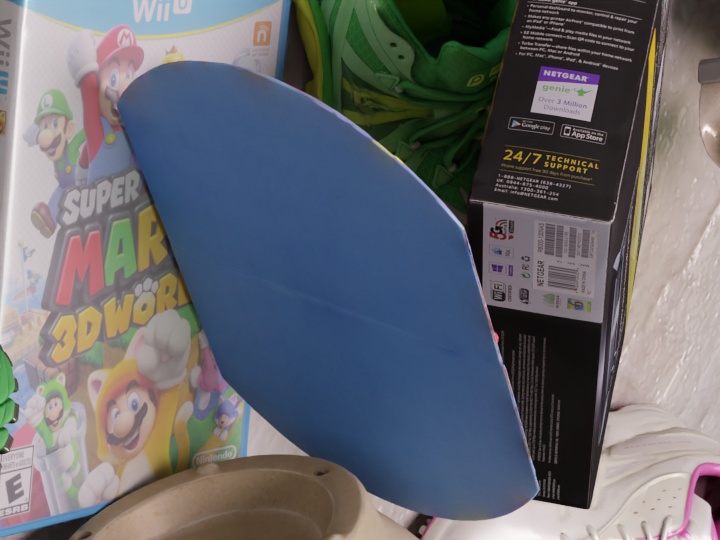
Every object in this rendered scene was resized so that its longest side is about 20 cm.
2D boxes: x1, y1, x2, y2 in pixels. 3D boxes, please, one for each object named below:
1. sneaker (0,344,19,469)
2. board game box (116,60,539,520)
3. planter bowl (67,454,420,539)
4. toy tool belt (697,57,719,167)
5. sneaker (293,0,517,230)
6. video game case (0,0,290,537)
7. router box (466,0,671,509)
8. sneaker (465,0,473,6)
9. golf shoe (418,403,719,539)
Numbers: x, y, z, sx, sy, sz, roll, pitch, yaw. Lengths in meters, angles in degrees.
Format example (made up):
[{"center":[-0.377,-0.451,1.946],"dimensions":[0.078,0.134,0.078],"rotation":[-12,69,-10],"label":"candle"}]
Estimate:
[{"center":[-0.186,0.068,0.813],"dimensions":[0.200,0.078,0.085],"rotation":[-44,111,-42],"label":"sneaker"},{"center":[0.000,0.000,0.899],"dimensions":[0.039,0.158,0.200],"rotation":[-44,134,-30],"label":"board game box"},{"center":[-0.039,0.152,0.921],"dimensions":[0.200,0.200,0.135],"rotation":[-34,118,-36],"label":"planter bowl"},{"center":[0.225,-0.123,1.165],"dimensions":[0.123,0.125,0.201],"rotation":[22,66,-55],"label":"toy tool belt"},{"center":[0.024,-0.075,0.993],"dimensions":[0.074,0.083,0.200],"rotation":[-43,132,-31],"label":"sneaker"},{"center":[-0.084,-0.011,0.934],"dimensions":[0.143,0.018,0.201],"rotation":[-9,109,-51],"label":"video game case"},{"center":[0.079,-0.028,0.962],"dimensions":[0.200,0.052,0.158],"rotation":[87,15,-56],"label":"router box"},{"center":[0.114,-0.145,1.070],"dimensions":[0.200,0.082,0.078],"rotation":[-37,126,-36],"label":"sneaker"},{"center":[0.105,0.117,1.141],"dimensions":[0.200,0.091,0.076],"rotation":[-25,121,-39],"label":"golf shoe"}]
